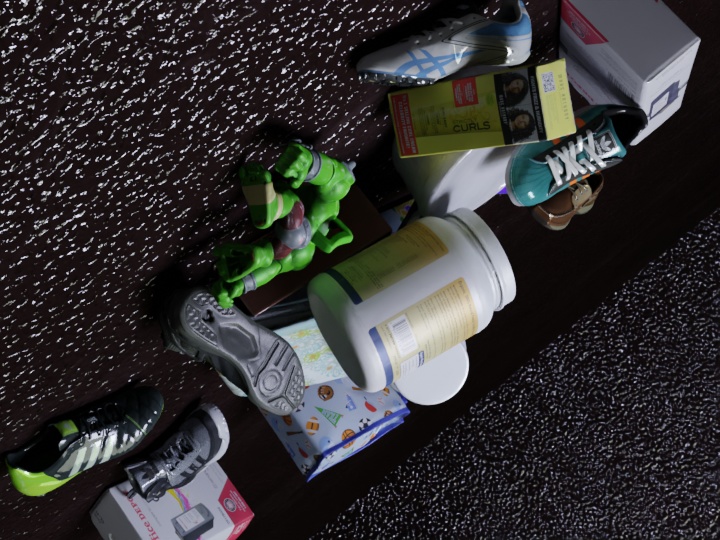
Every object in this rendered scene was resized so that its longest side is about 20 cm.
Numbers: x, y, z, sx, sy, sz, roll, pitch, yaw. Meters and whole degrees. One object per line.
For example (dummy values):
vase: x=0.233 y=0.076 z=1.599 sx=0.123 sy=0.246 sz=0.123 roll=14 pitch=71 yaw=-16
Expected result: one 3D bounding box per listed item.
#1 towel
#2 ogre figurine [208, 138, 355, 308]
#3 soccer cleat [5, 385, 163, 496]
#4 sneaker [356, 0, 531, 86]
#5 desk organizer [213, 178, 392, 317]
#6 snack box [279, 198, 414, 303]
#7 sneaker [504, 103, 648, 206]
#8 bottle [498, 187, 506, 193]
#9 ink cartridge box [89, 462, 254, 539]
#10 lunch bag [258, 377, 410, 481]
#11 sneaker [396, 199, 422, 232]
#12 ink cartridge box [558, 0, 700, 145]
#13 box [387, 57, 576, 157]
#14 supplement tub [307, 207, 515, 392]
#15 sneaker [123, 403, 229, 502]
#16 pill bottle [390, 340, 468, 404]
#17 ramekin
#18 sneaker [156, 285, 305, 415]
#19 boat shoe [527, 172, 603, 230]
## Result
towel: x=-0.090 y=0.101 z=1.437 sx=0.199 sy=0.048 sz=0.171 roll=-12 pitch=148 yaw=4
ogre figurine: x=-0.074 y=-0.048 z=1.146 sx=0.120 sy=0.098 sz=0.201 roll=-13 pitch=123 yaw=-48
soccer cleat: x=-0.323 y=0.195 z=1.336 sx=0.200 sy=0.068 sz=0.081 roll=-33 pitch=150 yaw=-18
sneaker: x=0.080 y=-0.222 z=1.105 sx=0.199 sy=0.073 sz=0.072 roll=-18 pitch=-165 yaw=-26
desk organizer: x=-0.065 y=-0.013 z=1.299 sx=0.200 sy=0.077 sz=0.072 roll=-32 pitch=162 yaw=-19
snack box: x=0.000 y=0.000 z=1.486 sx=0.199 sy=0.068 sz=0.169 roll=-25 pitch=160 yaw=-34
sneaker: x=0.243 y=-0.137 z=1.261 sx=0.200 sy=0.072 sz=0.080 roll=-37 pitch=-160 yaw=-31
bottle: x=0.199 y=-0.142 z=1.500 sx=0.065 sy=0.084 sz=0.200 roll=-54 pitch=158 yaw=23
ink cartridge box: x=-0.285 y=0.374 z=1.724 sx=0.200 sy=0.148 sz=0.086 roll=-19 pitch=154 yaw=-50
lunch bag: x=-0.041 y=0.200 z=1.742 sx=0.200 sy=0.170 sz=0.124 roll=-28 pitch=163 yaw=-33
sneaker: x=0.091 y=-0.046 z=1.385 sx=0.200 sy=0.088 sz=0.074 roll=-59 pitch=180 yaw=-33
ink cartridge box: x=0.311 y=-0.254 z=1.337 sx=0.084 sy=0.145 sz=0.200 roll=-39 pitch=163 yaw=-2
box: x=0.117 y=-0.159 z=1.128 sx=0.050 sy=0.076 sz=0.199 roll=-19 pitch=-167 yaw=-40
supplement tub: x=0.057 y=0.029 z=1.253 sx=0.199 sy=0.145 sz=0.145 roll=-29 pitch=161 yaw=-14
sneaker: x=-0.267 y=0.270 z=1.613 sx=0.114 sy=0.076 sz=0.200 roll=-24 pitch=161 yaw=-46
pill bottle: x=0.070 y=0.092 z=1.419 sx=0.113 sy=0.113 sz=0.200 roll=-39 pitch=-165 yaw=2
ramekin: x=0.125 y=-0.152 z=1.305 sx=0.202 sy=0.094 sz=0.203 roll=-35 pitch=162 yaw=-13
sneaker: x=-0.147 y=0.084 z=1.252 sx=0.114 sy=0.199 sz=0.076 roll=10 pitch=-117 yaw=55
boat shoe: x=0.344 y=-0.128 z=1.877 sx=0.200 sy=0.076 sz=0.074 roll=-30 pitch=158 yaw=-53
